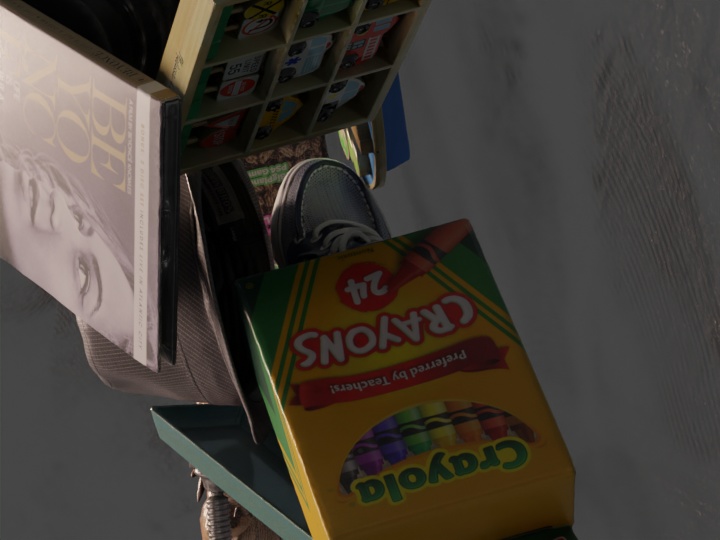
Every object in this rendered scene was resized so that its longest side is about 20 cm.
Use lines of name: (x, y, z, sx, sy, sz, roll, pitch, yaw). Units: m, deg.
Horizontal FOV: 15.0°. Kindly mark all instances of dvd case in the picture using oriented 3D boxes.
dvd case: (-0.154, -0.054, 1.396, 0.200, 0.016, 0.149, 32, 129, 43)

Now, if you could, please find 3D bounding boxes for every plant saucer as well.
plant saucer: (-0.031, 0.122, 1.447, 0.200, 0.070, 0.019, 33, 114, 43)

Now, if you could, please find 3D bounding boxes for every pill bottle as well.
pill bottle: (-0.126, -0.141, 1.521, 0.200, 0.112, 0.112, -37, -62, -59)

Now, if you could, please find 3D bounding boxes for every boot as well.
boot: (0.000, 0.000, 1.498, 0.090, 0.073, 0.200, 113, 152, -49)

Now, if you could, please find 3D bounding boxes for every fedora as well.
fedora: (-0.103, 0.011, 1.481, 0.200, 0.090, 0.177, -82, -21, -66)

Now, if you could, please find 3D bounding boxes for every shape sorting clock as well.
shape sorting clock: (-0.015, -0.142, 1.524, 0.200, 0.039, 0.200, 166, 90, -81)

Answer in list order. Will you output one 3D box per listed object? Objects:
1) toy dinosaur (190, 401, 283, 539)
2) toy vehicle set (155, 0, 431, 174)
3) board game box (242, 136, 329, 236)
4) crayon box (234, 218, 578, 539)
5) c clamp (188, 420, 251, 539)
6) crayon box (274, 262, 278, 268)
toy dinosaur: (-0.070, 0.155, 1.627, 0.136, 0.086, 0.200, -159, 80, -66)
toy vehicle set: (-0.034, -0.109, 1.326, 0.200, 0.124, 0.027, 118, 132, -65)
board game box: (-0.078, -0.059, 1.871, 0.159, 0.097, 0.200, -120, 18, -61)
crayon box: (0.026, 0.075, 1.347, 0.051, 0.127, 0.200, 87, 165, -52)
c clamp: (-0.054, 0.174, 1.538, 0.027, 0.171, 0.200, 173, 98, -69)
crayon box: (-0.022, 0.089, 1.687, 0.126, 0.052, 0.200, 23, 145, 20)
